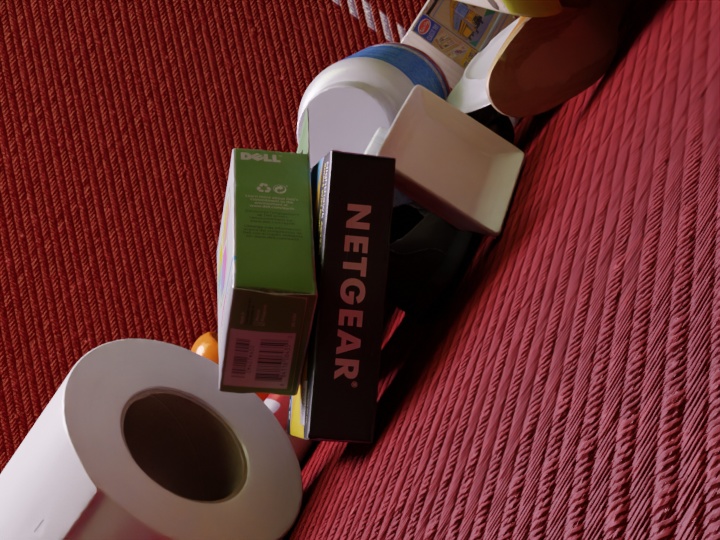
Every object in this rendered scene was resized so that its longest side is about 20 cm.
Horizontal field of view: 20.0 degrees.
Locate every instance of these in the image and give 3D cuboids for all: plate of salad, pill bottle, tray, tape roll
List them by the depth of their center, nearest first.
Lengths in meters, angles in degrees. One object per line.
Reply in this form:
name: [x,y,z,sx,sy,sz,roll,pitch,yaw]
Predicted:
tape roll: [-0.162,0.171,1.535,0.139,0.202,0.203,-53,5,34]
tray: [0.068,-0.081,1.561,0.022,0.107,0.200,-57,2,23]
plate of salad: [0.158,-0.185,1.727,0.200,0.048,0.200,-34,16,11]
pill bottle: [0.009,-0.133,1.766,0.112,0.112,0.200,-54,-3,17]

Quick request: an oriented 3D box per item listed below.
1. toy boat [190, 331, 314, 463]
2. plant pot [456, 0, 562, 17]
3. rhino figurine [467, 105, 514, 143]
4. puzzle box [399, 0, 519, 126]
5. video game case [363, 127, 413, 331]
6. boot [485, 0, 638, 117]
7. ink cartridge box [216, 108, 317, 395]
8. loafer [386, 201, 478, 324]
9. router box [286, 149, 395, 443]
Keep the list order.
toy boat: [-0.088,0.098,1.773,0.200,0.131,0.131,-57,5,-22]
plant pot: [0.118,-0.302,1.508,0.181,0.200,0.199,-38,23,-7]
rhino figurine: [0.070,-0.069,1.788,0.200,0.060,0.087,-55,-6,36]
puzzle box: [0.117,-0.221,1.957,0.025,0.133,0.200,-53,5,32]
video game case: [0.000,0.000,1.641,0.183,0.023,0.200,-61,-19,-10]
boot: [0.149,-0.184,1.577,0.201,0.071,0.144,-44,13,-15]
ink cartridge box: [-0.069,-0.018,1.465,0.200,0.059,0.104,-94,12,-46]
loafer: [0.054,-0.035,1.597,0.073,0.071,0.200,-53,4,27]
router box: [-0.015,0.021,1.463,0.149,0.051,0.201,156,118,-81]
